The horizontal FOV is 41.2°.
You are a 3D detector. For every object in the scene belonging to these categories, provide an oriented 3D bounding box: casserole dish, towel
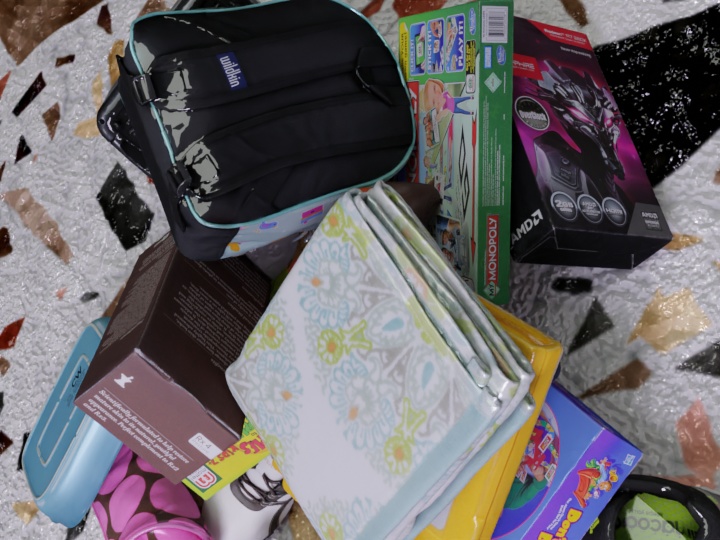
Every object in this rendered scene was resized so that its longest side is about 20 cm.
[{"bbox_3d":[-0.243,0.126,0.839,0.201,0.039,0.121,-61,36,6],"label":"casserole dish"},{"bbox_3d":[0.004,0.070,0.593,0.172,0.048,0.201,55,127,28],"label":"towel"}]

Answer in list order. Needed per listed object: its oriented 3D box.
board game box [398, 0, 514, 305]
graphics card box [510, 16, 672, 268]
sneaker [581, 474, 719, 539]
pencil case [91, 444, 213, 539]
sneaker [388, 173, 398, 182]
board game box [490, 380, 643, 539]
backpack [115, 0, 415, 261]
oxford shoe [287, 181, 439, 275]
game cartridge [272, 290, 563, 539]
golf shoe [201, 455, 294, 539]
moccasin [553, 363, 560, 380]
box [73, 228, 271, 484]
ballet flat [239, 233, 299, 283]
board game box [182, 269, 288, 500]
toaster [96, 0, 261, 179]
[{"bbox_3d":[0.065,-0.085,0.694,0.134,0.029,0.202,-159,66,-66],"label":"board game box"},{"bbox_3d":[0.144,-0.100,0.722,0.051,0.125,0.202,-43,52,46],"label":"graphics card box"},{"bbox_3d":[0.162,0.173,0.654,0.198,0.087,0.074,-6,71,30],"label":"sneaker"},{"bbox_3d":[-0.199,0.199,0.839,0.093,0.091,0.200,-24,32,-17],"label":"pencil case"},{"bbox_3d":[0.038,-0.015,0.811,0.077,0.078,0.202,9,84,63],"label":"sneaker"},{"bbox_3d":[0.091,0.127,0.691,0.135,0.045,0.200,-55,30,5],"label":"board game box"},{"bbox_3d":[-0.067,-0.110,0.726,0.199,0.153,0.177,-21,80,-18],"label":"backpack"},{"bbox_3d":[0.000,0.000,0.738,0.072,0.072,0.200,61,146,13],"label":"oxford shoe"},{"bbox_3d":[0.024,0.097,0.624,0.176,0.032,0.202,31,113,36],"label":"game cartridge"},{"bbox_3d":[-0.079,0.161,0.796,0.078,0.094,0.201,36,97,10],"label":"golf shoe"},{"bbox_3d":[0.058,0.067,0.686,0.199,0.068,0.081,7,76,59],"label":"moccasin"},{"bbox_3d":[-0.134,0.051,0.729,0.075,0.100,0.201,-37,22,20],"label":"box"},{"bbox_3d":[-0.129,0.008,0.848,0.200,0.067,0.046,-42,20,24],"label":"ballet flat"},{"bbox_3d":[-0.097,0.085,0.801,0.101,0.048,0.201,-38,23,19],"label":"board game box"},{"bbox_3d":[-0.123,-0.144,0.866,0.200,0.180,0.119,-50,21,8],"label":"toaster"}]
